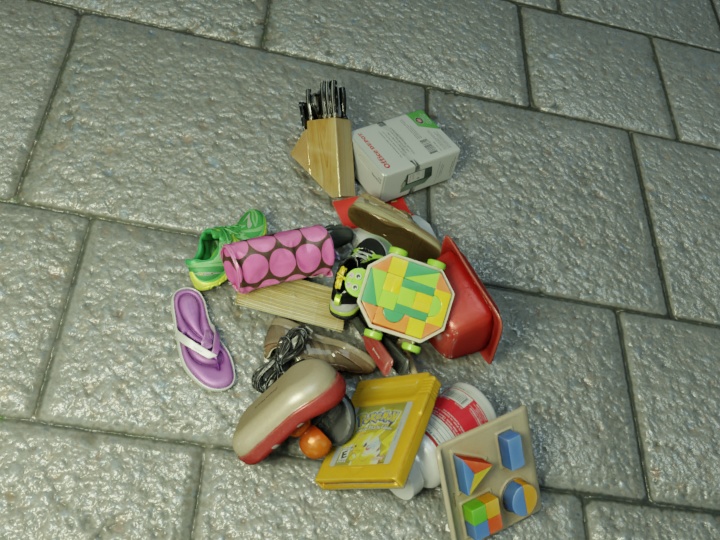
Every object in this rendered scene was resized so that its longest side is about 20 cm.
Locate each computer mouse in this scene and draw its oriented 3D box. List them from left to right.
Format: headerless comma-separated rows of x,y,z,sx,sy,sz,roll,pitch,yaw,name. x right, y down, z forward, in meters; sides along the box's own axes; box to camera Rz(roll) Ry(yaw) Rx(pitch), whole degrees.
-0.075,0.201,1.312,0.200,0.139,0.053,45,12,21,computer mouse

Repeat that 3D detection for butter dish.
0.147,0.077,1.422,0.146,0.201,0.201,-24,65,-10,butter dish

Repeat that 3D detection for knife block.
-0.051,-0.268,1.587,0.200,0.176,0.064,46,25,19,knife block

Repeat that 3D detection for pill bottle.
0.124,0.280,1.308,0.199,0.113,0.112,-32,70,-31,pill bottle

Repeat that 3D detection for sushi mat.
-0.121,0.048,1.405,0.197,0.012,0.097,16,42,-16,sushi mat

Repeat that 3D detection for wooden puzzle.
0.216,0.336,1.275,0.198,0.046,0.188,-19,104,-30,wooden puzzle

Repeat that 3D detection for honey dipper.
0.090,0.167,1.372,0.037,0.038,0.201,1,31,-16,honey dipper

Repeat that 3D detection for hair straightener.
0.030,0.117,1.401,0.076,0.041,0.200,8,23,-35,hair straightener

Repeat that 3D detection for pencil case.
-0.139,-0.017,1.377,0.197,0.090,0.095,-12,102,-26,pencil case

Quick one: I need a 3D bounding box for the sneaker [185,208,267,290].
-0.237,-0.051,1.434,0.073,0.084,0.201,-2,39,40,sneaker

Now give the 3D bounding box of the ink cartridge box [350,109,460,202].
0.082,-0.238,1.658,0.198,0.085,0.146,-21,57,-27,ink cartridge box

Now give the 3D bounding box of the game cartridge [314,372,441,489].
0.029,0.253,1.271,0.032,0.175,0.202,48,48,-28,game cartridge

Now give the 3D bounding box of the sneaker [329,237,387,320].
0.000,0.000,1.422,0.071,0.084,0.201,12,48,13,sneaker

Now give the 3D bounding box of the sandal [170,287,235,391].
-0.271,0.111,1.342,0.082,0.050,0.204,-18,64,-26,sandal

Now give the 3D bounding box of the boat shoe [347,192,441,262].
0.074,-0.087,1.514,0.198,0.072,0.065,31,53,8,boat shoe

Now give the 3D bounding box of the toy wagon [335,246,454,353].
0.053,0.041,1.332,0.197,0.040,0.157,18,84,-1,toy wagon

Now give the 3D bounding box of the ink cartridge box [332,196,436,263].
0.054,-0.084,1.577,0.159,0.050,0.202,-13,64,-24,ink cartridge box

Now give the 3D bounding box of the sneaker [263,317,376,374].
-0.072,0.152,1.377,0.197,0.071,0.076,22,72,2,sneaker

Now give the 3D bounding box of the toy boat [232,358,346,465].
-0.095,0.236,1.238,0.131,0.200,0.131,45,14,-11,toy boat

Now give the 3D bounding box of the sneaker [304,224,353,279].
-0.097,-0.026,1.487,0.198,0.075,0.080,-20,77,-20,sneaker
